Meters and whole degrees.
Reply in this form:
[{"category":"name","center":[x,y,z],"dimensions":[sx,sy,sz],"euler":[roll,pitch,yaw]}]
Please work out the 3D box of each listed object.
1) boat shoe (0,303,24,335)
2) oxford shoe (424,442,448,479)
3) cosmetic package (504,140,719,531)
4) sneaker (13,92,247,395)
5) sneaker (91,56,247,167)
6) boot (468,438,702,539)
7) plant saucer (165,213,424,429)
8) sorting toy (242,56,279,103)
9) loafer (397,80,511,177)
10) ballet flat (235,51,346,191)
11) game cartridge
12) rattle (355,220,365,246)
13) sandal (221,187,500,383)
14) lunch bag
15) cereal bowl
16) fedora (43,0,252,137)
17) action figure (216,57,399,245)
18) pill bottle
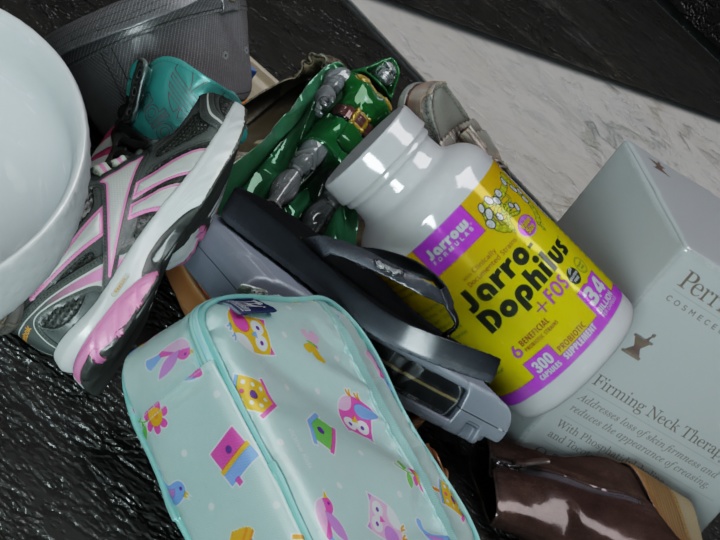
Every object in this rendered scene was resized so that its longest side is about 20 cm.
[{"category":"boat shoe","center":[-0.232,-0.044,1.081],"dimensions":[0.060,0.072,0.202],"euler":[18,36,-45]},{"category":"oxford shoe","center":[0.031,0.139,1.143],"dimensions":[0.200,0.071,0.071],"euler":[44,18,12]},{"category":"cosmetic package","center":[0.206,0.054,1.453],"dimensions":[0.167,0.200,0.167],"euler":[30,21,-22]},{"category":"sneaker","center":[-0.132,-0.034,1.129],"dimensions":[0.086,0.080,0.200],"euler":[29,51,1]},{"category":"sneaker","center":[-0.124,-0.064,1.234],"dimensions":[0.083,0.121,0.200],"euler":[31,21,-10]},{"category":"boot","center":[0.154,0.186,1.302],"dimensions":[0.166,0.073,0.200],"euler":[18,26,-19]},{"category":"plant saucer","center":[-0.042,0.038,1.296],"dimensions":[0.200,0.032,0.200],"euler":[34,19,-13]},{"category":"sorting toy","center":[-0.098,-0.133,1.572],"dimensions":[0.185,0.037,0.200],"euler":[42,19,8]},{"category":"loafer","center":[0.089,-0.038,1.380],"dimensions":[0.072,0.063,0.201],"euler":[-37,110,-49]},{"category":"ballet flat","center":[-0.065,-0.099,1.396],"dimensions":[0.067,0.047,0.200],"euler":[25,39,24]},{"category":"game cartridge","center":[-0.013,0.032,1.220],"dimensions":[0.200,0.041,0.133],"euler":[29,3,-29]},{"category":"rattle","center":[-0.027,-0.033,1.468],"dimensions":[0.199,0.143,0.131],"euler":[3,61,7]},{"category":"sandal","center":[-0.001,0.000,1.169],"dimensions":[0.200,0.043,0.076],"euler":[35,7,28]},{"category":"lunch bag","center":[-0.025,0.101,1.054],"dimensions":[0.160,0.077,0.200],"euler":[-1,59,-54]},{"category":"cereal bowl","center":[-0.224,-0.037,0.968],"dimensions":[0.199,0.083,0.201],"euler":[1,52,-1]},{"category":"fedora","center":[-0.131,-0.143,1.399],"dimensions":[0.200,0.176,0.091],"euler":[-43,111,-74]},{"category":"action figure","center":[-0.017,-0.081,1.370],"dimensions":[0.118,0.055,0.200],"euler":[46,42,-18]},{"category":"pill bottle","center":[0.072,-0.009,1.303],"dimensions":[0.200,0.104,0.104],"euler":[45,18,-7]}]
